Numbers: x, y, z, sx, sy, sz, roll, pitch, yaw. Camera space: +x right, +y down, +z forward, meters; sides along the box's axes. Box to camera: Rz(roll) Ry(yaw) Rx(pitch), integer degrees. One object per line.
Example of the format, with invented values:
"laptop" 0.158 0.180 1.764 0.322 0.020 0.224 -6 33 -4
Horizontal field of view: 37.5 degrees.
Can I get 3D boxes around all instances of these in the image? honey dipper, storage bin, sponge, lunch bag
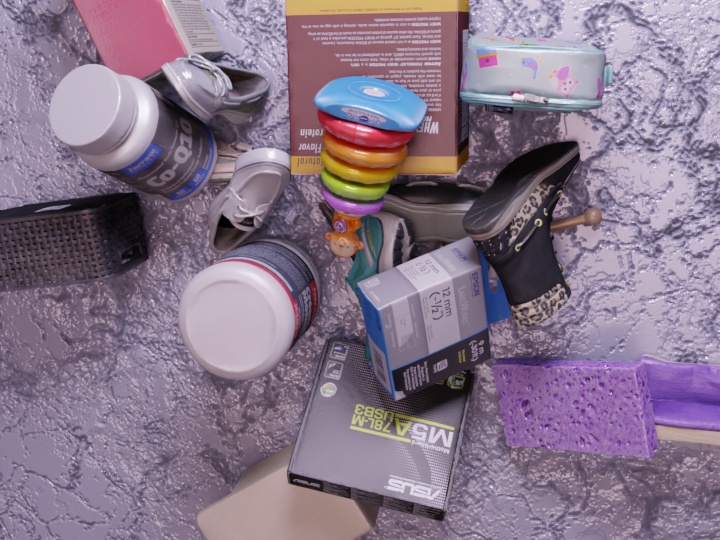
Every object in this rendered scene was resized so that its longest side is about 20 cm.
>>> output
"honey dipper" 0.197 -0.044 1.303 0.199 0.038 0.038 -14 100 10
"storage bin" -0.391 -0.037 1.365 0.199 0.135 0.094 -7 101 13
"sponge" 0.259 0.165 1.292 0.200 0.030 0.112 -3 103 42
"lunch bag" 0.195 -0.217 1.174 0.160 0.200 0.077 8 106 7

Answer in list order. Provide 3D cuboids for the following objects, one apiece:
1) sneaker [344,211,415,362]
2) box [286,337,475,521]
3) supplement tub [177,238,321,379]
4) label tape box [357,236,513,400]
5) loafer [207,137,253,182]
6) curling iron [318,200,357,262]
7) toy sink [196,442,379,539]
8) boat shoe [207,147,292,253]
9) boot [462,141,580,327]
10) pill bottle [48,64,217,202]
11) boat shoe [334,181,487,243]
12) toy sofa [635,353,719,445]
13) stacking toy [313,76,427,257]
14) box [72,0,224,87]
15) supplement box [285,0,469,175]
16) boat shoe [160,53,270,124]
"sneaker" 0.023 0.021 1.307 0.079 0.077 0.201 14 115 28
"box" 0.028 0.194 1.317 0.199 0.194 0.048 13 146 6
"supplement tub" -0.128 0.040 1.298 0.140 0.200 0.141 3 104 11
"label tape box" 0.105 0.049 1.258 0.200 0.066 0.144 -21 127 -14
"loafer" -0.195 -0.140 1.341 0.199 0.072 0.063 -4 94 15
"curling iron" 0.000 0.000 1.353 0.049 0.026 0.200 -28 96 13
"toy sink" -0.092 0.312 1.401 0.200 0.112 0.131 -31 95 11
"boat shoe" -0.134 -0.080 1.291 0.073 0.200 0.066 11 63 -19
"boot" 0.210 -0.046 1.244 0.073 0.204 0.154 -1 124 47
"pill bottle" -0.262 -0.158 1.232 0.113 0.200 0.114 -5 76 22
"boat shoe" 0.070 -0.075 1.307 0.199 0.060 0.076 9 132 10
"toy sofa" 0.425 0.166 1.278 0.199 0.083 0.098 5 105 10
"stacking toy" -0.005 -0.102 1.164 0.116 0.110 0.200 16 116 5
"box" -0.269 -0.329 1.278 0.109 0.128 0.200 -24 97 16
"supplement box" 0.024 -0.219 1.242 0.197 0.133 0.201 1 103 11
"boat shoe" -0.168 -0.219 1.247 0.065 0.202 0.074 -40 77 14
